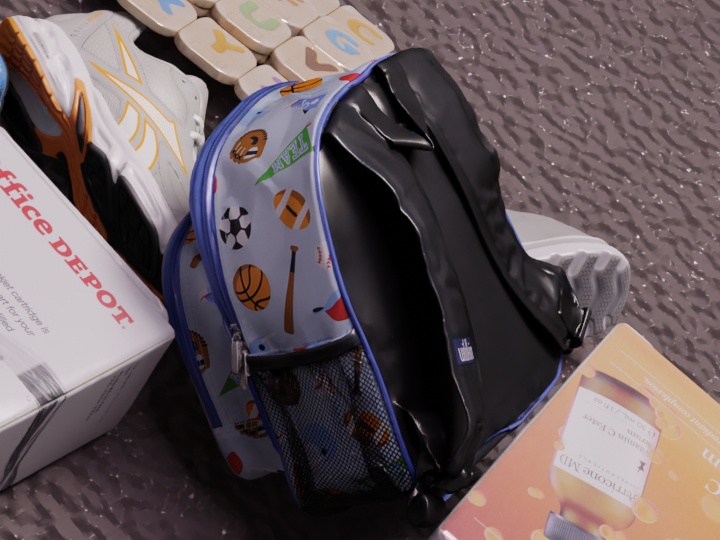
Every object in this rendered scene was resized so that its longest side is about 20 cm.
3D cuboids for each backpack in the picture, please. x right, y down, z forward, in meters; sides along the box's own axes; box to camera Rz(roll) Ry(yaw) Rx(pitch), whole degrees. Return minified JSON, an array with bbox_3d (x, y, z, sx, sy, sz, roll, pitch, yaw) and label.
[{"bbox_3d":[0.000,0.000,1.354,0.200,0.153,0.192,-45,124,-59],"label":"backpack"}]

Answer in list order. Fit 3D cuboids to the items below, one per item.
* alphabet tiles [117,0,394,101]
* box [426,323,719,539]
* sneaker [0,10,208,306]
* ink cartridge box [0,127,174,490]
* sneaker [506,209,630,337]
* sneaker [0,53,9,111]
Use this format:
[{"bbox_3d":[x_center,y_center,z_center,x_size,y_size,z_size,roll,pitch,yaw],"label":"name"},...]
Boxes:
[{"bbox_3d":[-0.052,-0.136,1.559,0.200,0.015,0.196,38,24,4],"label":"alphabet tiles"},{"bbox_3d":[0.115,0.148,1.378,0.152,0.106,0.200,40,41,5],"label":"box"},{"bbox_3d":[-0.102,-0.058,1.443,0.092,0.076,0.201,-18,63,-29],"label":"sneaker"},{"bbox_3d":[-0.204,0.034,1.294,0.146,0.084,0.200,48,43,14],"label":"ink cartridge box"},{"bbox_3d":[0.037,0.003,1.508,0.199,0.075,0.082,4,21,-27],"label":"sneaker"},{"bbox_3d":[-0.250,-0.090,1.376,0.199,0.090,0.079,-8,57,-38],"label":"sneaker"}]
